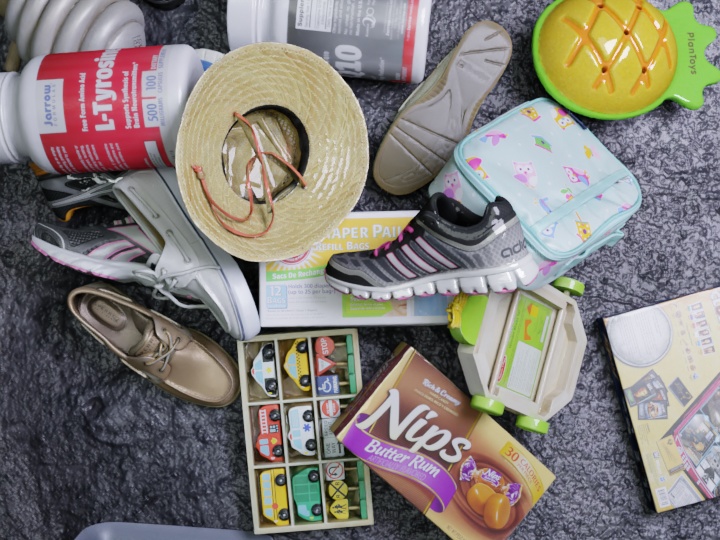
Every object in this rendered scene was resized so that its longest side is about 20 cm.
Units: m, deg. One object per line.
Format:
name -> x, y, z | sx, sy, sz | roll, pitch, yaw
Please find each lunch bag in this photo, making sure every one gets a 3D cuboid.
lunch bag -> 0.176, -0.076, 0.949 | 0.160, 0.077, 0.199 | 46, 47, 14

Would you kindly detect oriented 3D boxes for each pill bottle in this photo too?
pill bottle -> -0.029, -0.256, 1.002 | 0.198, 0.114, 0.115 | 6, 87, 3
pill bottle -> -0.249, -0.149, 0.931 | 0.197, 0.112, 0.114 | -4, 87, 3

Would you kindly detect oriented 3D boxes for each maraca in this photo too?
maraca -> 0.267, -0.218, 0.994 | 0.198, 0.107, 0.139 | -1, 83, -9

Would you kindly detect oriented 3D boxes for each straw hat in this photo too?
straw hat -> -0.096, -0.108, 0.930 | 0.199, 0.085, 0.204 | 0, 90, -27

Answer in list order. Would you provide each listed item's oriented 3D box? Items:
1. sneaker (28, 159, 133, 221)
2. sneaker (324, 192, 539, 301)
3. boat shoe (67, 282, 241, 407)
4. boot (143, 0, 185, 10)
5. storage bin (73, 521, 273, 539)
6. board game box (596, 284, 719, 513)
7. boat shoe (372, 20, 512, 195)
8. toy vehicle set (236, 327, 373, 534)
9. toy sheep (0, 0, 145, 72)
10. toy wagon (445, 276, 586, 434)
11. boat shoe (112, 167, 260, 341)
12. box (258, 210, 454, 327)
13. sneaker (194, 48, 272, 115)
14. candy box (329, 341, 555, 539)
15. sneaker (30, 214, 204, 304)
sneaker -> -0.237, -0.103, 1.029 | 0.198, 0.078, 0.078 | -9, 112, -1
sneaker -> 0.057, -0.025, 0.878 | 0.198, 0.074, 0.088 | -4, 103, 26
boat shoe -> -0.212, 0.080, 1.013 | 0.199, 0.065, 0.072 | 29, 88, 2
boot -> -0.269, -0.349, 0.994 | 0.209, 0.158, 0.080 | 23, 88, 3
storage bin -> -0.189, 0.341, 0.970 | 0.197, 0.146, 0.136 | 2, 97, 2
board game box -> 0.333, 0.128, 1.004 | 0.134, 0.035, 0.202 | -14, 86, 2
boat shoe -> 0.082, -0.167, 1.027 | 0.073, 0.063, 0.202 | 31, 95, -8
toy vehicle set -> -0.055, 0.162, 1.011 | 0.123, 0.027, 0.203 | -5, 91, -1
toy sheep -> -0.286, -0.240, 1.007 | 0.199, 0.138, 0.139 | 29, 88, 2
toy wagon -> 0.146, 0.064, 0.956 | 0.199, 0.039, 0.157 | 26, 76, -36
boat shoe -> -0.178, -0.008, 0.949 | 0.086, 0.075, 0.203 | -29, 84, -25
box -> 0.000, 0.000, 0.991 | 0.197, 0.101, 0.114 | -2, 88, 2
sneaker -> -0.100, -0.155, 1.011 | 0.198, 0.079, 0.090 | 15, 70, 11
candy box -> 0.081, 0.180, 0.983 | 0.200, 0.056, 0.117 | 42, 86, -8
sneaker -> -0.233, -0.026, 1.022 | 0.198, 0.080, 0.087 | 15, 81, -10
